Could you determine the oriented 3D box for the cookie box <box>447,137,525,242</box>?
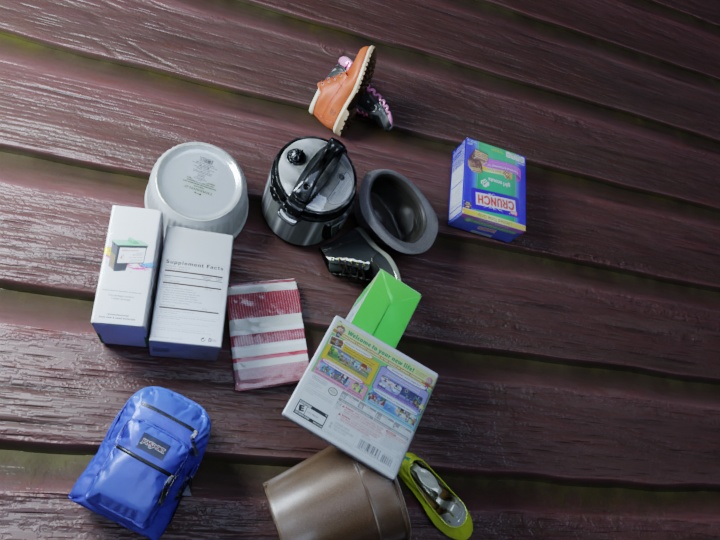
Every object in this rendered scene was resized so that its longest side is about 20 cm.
[{"bbox_3d":[0.301,-0.188,1.289,0.168,0.075,0.204,13,68,-15],"label":"cookie box"}]

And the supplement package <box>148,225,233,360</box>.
[{"bbox_3d":[-0.298,0.044,0.965,0.117,0.121,0.204,8,68,-17],"label":"supplement package"}]

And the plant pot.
[{"bbox_3d":[-0.047,0.384,0.901,0.195,0.201,0.204,-18,77,-16],"label":"plant pot"}]

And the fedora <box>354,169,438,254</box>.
[{"bbox_3d":[0.062,-0.113,1.161,0.199,0.090,0.179,38,55,-18],"label":"fedora"}]

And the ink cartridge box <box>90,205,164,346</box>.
[{"bbox_3d":[-0.390,0.013,0.931,0.082,0.145,0.204,7,68,-16],"label":"ink cartridge box"}]

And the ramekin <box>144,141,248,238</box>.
[{"bbox_3d":[-0.308,-0.146,1.042,0.196,0.105,0.204,6,69,-16],"label":"ramekin"}]

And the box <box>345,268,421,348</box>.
[{"bbox_3d":[0.009,0.130,1.012,0.096,0.177,0.202,32,64,-3],"label":"box"}]

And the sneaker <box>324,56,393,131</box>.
[{"bbox_3d":[-0.007,-0.391,1.268,0.095,0.079,0.201,-41,88,-3],"label":"sneaker"}]

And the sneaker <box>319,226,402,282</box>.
[{"bbox_3d":[0.000,0.000,1.091,0.105,0.076,0.200,-25,45,-17],"label":"sneaker"}]

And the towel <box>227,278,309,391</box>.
[{"bbox_3d":[-0.176,0.119,1.039,0.141,0.023,0.204,-4,71,-19],"label":"towel"}]

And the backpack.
[{"bbox_3d":[-0.320,0.288,0.846,0.161,0.168,0.202,33,59,-12],"label":"backpack"}]

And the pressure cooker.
[{"bbox_3d":[-0.100,-0.157,1.066,0.175,0.200,0.179,-6,72,-22],"label":"pressure cooker"}]

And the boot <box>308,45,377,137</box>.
[{"bbox_3d":[-0.040,-0.412,1.204,0.106,0.202,0.075,33,19,7],"label":"boot"}]

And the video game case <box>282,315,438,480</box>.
[{"bbox_3d":[0.004,0.197,0.867,0.198,0.022,0.184,29,63,2],"label":"video game case"}]

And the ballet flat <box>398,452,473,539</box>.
[{"bbox_3d":[0.144,0.422,1.014,0.067,0.067,0.200,-41,88,-28],"label":"ballet flat"}]
